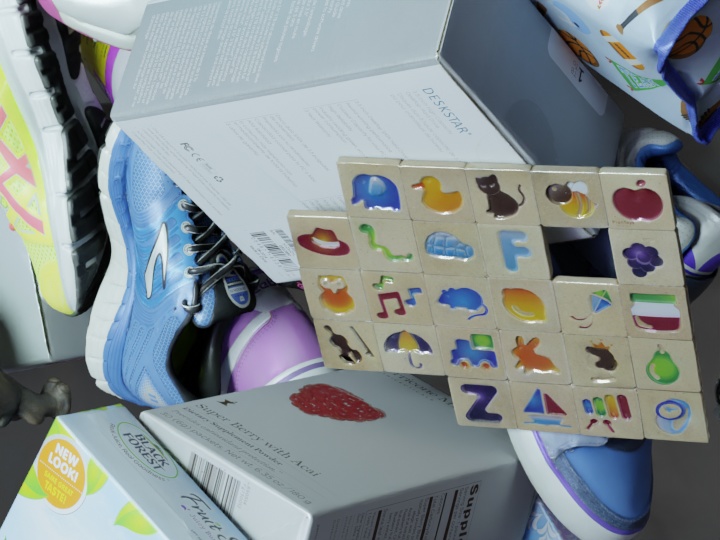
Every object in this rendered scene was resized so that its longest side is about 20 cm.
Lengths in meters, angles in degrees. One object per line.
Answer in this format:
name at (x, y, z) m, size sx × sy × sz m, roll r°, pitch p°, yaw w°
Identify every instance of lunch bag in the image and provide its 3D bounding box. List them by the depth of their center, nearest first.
lunch bag at (0.157, -0.196, 1.382) m, size 0.170 × 0.124 × 0.200 m, roll 39°, pitch 83°, yaw 28°

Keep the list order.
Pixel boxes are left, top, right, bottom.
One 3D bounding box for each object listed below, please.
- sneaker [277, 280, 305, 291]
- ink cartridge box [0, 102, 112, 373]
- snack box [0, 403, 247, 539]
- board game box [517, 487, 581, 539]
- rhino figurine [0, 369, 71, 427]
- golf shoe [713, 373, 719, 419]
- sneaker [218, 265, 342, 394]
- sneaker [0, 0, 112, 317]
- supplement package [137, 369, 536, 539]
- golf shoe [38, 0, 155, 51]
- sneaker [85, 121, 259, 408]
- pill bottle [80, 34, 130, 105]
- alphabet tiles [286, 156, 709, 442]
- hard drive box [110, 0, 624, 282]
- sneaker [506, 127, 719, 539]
sneaker at (0.000, 0.000, 1.561) m, size 0.200 × 0.084 × 0.077 m, roll 39°, pitch 138°, yaw 32°
ink cartridge box at (-0.213, -0.012, 1.695) m, size 0.199 × 0.145 × 0.146 m, roll -10°, pitch 91°, yaw 38°
snack box at (-0.098, 0.183, 1.384) m, size 0.200 × 0.053 × 0.143 m, roll 44°, pitch 120°, yaw 27°
board game box at (0.059, 0.196, 1.578) m, size 0.200 × 0.041 × 0.200 m, roll -41°, pitch 71°, yaw 35°
rhino figurine at (-0.247, 0.017, 1.577) m, size 0.200 × 0.087 × 0.060 m, roll 52°, pitch 123°, yaw 19°
golf shoe at (0.219, 0.090, 1.431) m, size 0.088 × 0.077 × 0.202 m, roll 18°, pitch 104°, yaw 54°
sneaker at (-0.074, 0.070, 1.633) m, size 0.115 × 0.072 × 0.201 m, roll 58°, pitch 141°, yaw 21°
sneaker at (-0.186, -0.070, 1.551) m, size 0.090 × 0.078 × 0.201 m, roll -6°, pitch 109°, yaw 20°
supplement package at (-0.019, 0.134, 1.476) m, size 0.121 × 0.199 × 0.121 m, roll 28°, pitch 112°, yaw 33°
golf shoe at (-0.068, -0.158, 1.476) m, size 0.092 × 0.198 × 0.076 m, roll 100°, pitch 172°, yaw -57°
sneaker at (-0.088, -0.014, 1.529) m, size 0.089 × 0.078 × 0.201 m, roll 23°, pitch 120°, yaw 34°
pill bottle at (-0.125, -0.163, 1.614) m, size 0.200 × 0.104 × 0.105 m, roll 53°, pitch 126°, yaw 42°
alphabet tiles at (0.065, 0.015, 1.413) m, size 0.199 × 0.008 × 0.168 m, roll 3°, pitch 130°, yaw 21°
hard drive box at (0.004, -0.075, 1.424) m, size 0.199 × 0.156 × 0.077 m, roll -7°, pitch 54°, yaw 34°
sneaker at (0.141, 0.028, 1.463) m, size 0.146 × 0.080 × 0.201 m, roll -26°, pitch 74°, yaw 42°
